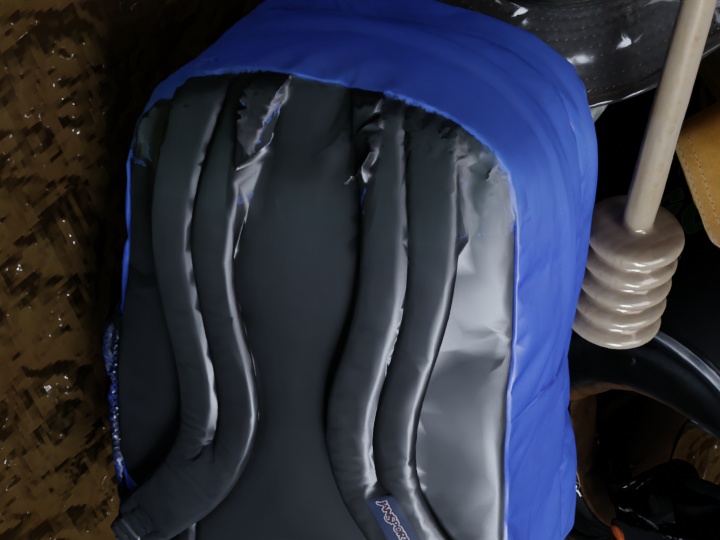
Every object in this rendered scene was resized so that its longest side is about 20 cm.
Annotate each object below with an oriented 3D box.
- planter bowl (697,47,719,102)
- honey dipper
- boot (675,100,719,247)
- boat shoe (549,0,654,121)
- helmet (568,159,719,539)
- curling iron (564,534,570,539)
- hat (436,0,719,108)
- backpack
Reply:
[{"bbox_3d":[0.212,-0.121,1.000,0.200,0.201,0.083,-7,159,-45],"label":"planter bowl"},{"bbox_3d":[0.105,-0.056,0.876,0.038,0.038,0.200,-29,144,-34],"label":"honey dipper"},{"bbox_3d":[0.180,-0.074,0.909,0.144,0.071,0.201,-15,103,4],"label":"boot"},{"bbox_3d":[0.075,-0.143,0.950,0.066,0.074,0.200,-86,179,-75],"label":"boat shoe"},{"bbox_3d":[0.179,0.040,1.066,0.191,0.200,0.200,-35,133,-34],"label":"helmet"},{"bbox_3d":[0.067,0.091,1.032,0.026,0.050,0.200,-28,101,10],"label":"curling iron"},{"bbox_3d":[0.083,-0.140,0.870,0.200,0.081,0.201,-3,107,-9],"label":"hat"},{"bbox_3d":[0.000,0.000,0.879,0.168,0.162,0.200,-56,150,-56],"label":"backpack"}]
